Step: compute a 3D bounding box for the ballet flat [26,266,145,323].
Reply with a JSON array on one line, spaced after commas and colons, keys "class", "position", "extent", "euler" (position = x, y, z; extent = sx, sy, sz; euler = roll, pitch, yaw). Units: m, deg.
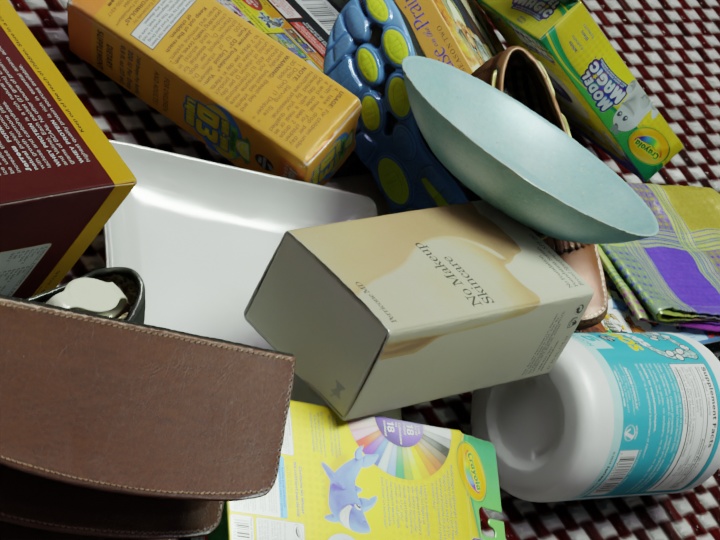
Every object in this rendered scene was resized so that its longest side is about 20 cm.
[{"class": "ballet flat", "position": [-0.195, 0.040, 1.491], "extent": [0.068, 0.068, 0.200], "euler": [46, 41, 14]}]

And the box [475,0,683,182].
[{"class": "box", "position": [0.157, -0.162, 2.017], "extent": [0.200, 0.048, 0.117], "euler": [51, -5, -37]}]

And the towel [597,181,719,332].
[{"class": "towel", "position": [0.240, -0.014, 1.988], "extent": [0.200, 0.023, 0.144], "euler": [5, 47, -47]}]

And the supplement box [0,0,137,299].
[{"class": "supplement box", "position": [-0.276, -0.070, 1.497], "extent": [0.200, 0.133, 0.197], "euler": [-13, 61, -52]}]

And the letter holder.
[{"class": "letter holder", "position": [-0.150, 0.096, 1.409], "extent": [0.200, 0.100, 0.143], "euler": [13, 83, -38]}]

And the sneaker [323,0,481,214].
[{"class": "sneaker", "position": [0.035, -0.095, 1.816], "extent": [0.200, 0.071, 0.083], "euler": [65, 22, -8]}]

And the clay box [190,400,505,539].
[{"class": "clay box", "position": [-0.005, 0.143, 1.570], "extent": [0.199, 0.048, 0.115], "euler": [13, 60, -32]}]

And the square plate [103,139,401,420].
[{"class": "square plate", "position": [-0.072, 0.024, 1.653], "extent": [0.199, 0.028, 0.199], "euler": [12, 54, -26]}]

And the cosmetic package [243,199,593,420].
[{"class": "cosmetic package", "position": [0.038, 0.020, 1.635], "extent": [0.200, 0.071, 0.105], "euler": [-11, 47, -49]}]

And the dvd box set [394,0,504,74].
[{"class": "dvd box set", "position": [0.087, -0.146, 1.976], "extent": [0.200, 0.029, 0.146], "euler": [61, 17, 10]}]

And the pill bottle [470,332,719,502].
[{"class": "pill bottle", "position": [0.176, 0.097, 1.785], "extent": [0.200, 0.111, 0.111], "euler": [2, 50, -45]}]

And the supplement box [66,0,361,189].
[{"class": "supplement box", "position": [-0.097, -0.129, 1.758], "extent": [0.200, 0.067, 0.069], "euler": [33, 65, 11]}]

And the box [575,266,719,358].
[{"class": "box", "position": [0.174, 0.018, 1.940], "extent": [0.200, 0.038, 0.137], "euler": [-9, 57, -50]}]

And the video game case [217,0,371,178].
[{"class": "video game case", "position": [-0.041, -0.140, 1.889], "extent": [0.180, 0.026, 0.200], "euler": [-9, 48, -50]}]

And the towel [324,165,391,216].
[{"class": "towel", "position": [0.000, 0.000, 1.790], "extent": [0.133, 0.034, 0.200], "euler": [49, 33, 10]}]

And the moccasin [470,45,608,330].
[{"class": "moccasin", "position": [0.129, -0.057, 1.845], "extent": [0.073, 0.078, 0.202], "euler": [-6, 75, -20]}]

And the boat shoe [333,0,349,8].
[{"class": "boat shoe", "position": [-0.037, -0.255, 2.017], "extent": [0.202, 0.074, 0.065], "euler": [35, 27, -16]}]

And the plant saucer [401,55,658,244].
[{"class": "plant saucer", "position": [0.102, -0.068, 1.733], "extent": [0.201, 0.039, 0.201], "euler": [32, 16, -10]}]
